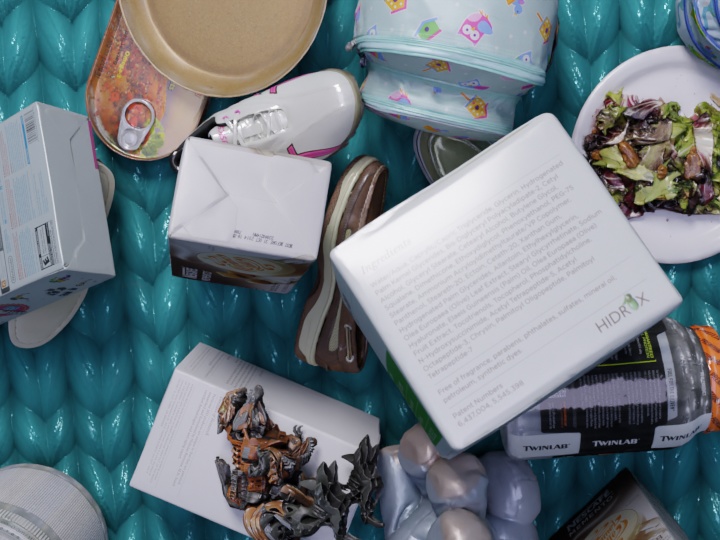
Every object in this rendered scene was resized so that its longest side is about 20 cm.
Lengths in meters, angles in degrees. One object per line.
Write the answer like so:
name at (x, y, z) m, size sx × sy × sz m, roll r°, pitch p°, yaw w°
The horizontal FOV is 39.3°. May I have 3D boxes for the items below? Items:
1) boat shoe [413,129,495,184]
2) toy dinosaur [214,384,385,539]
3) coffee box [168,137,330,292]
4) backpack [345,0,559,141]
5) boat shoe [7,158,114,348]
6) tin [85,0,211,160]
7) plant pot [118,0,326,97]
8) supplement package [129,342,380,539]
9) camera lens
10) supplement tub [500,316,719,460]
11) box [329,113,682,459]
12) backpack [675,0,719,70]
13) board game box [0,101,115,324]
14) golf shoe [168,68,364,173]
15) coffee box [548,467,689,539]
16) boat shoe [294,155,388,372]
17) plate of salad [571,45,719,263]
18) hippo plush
boat shoe at (0.127, -0.066, 0.937) m, size 0.072 × 0.062 × 0.200 m, roll -43°, pitch 93°, yaw 7°
toy dinosaur at (-0.055, 0.193, 0.855) m, size 0.135 × 0.102 × 0.201 m, roll -17°, pitch 111°, yaw 26°
coffee box at (-0.098, -0.039, 0.845) m, size 0.113 × 0.200 × 0.081 m, roll 10°, pitch 80°, yaw -9°
backpack at (0.076, -0.191, 0.845) m, size 0.174 × 0.200 × 0.155 m, roll 13°, pitch 90°, yaw 0°
boat shoe at (-0.294, -0.023, 0.960) m, size 0.059 × 0.071 × 0.202 m, roll 39°, pitch 113°, yaw 38°
tin at (-0.182, -0.201, 0.944) m, size 0.111 × 0.042 × 0.202 m, roll 23°, pitch 97°, yaw 3°
plant pot at (-0.119, -0.255, 0.886) m, size 0.197 × 0.027 × 0.203 m, roll 3°, pitch 104°, yaw 14°
supplement package at (-0.093, 0.170, 0.948) m, size 0.198 × 0.121 × 0.121 m, roll 23°, pitch 98°, yaw -1°
camera lens at (-0.331, 0.280, 0.932) m, size 0.158 × 0.200 × 0.162 m, roll 0°, pitch 98°, yaw 2°
supplement tub at (0.226, 0.106, 0.928) m, size 0.197 × 0.123 × 0.124 m, roll -4°, pitch 98°, yaw 3°
box at (0.104, 0.023, 0.790) m, size 0.199 × 0.199 × 0.172 m, roll -31°, pitch 78°, yaw -4°
backpack at (0.378, -0.228, 0.877) m, size 0.198 × 0.154 × 0.165 m, roll 23°, pitch 101°, yaw 10°
board game box at (-0.317, -0.039, 0.896) m, size 0.198 × 0.064 × 0.149 m, roll -19°, pitch 76°, yaw 30°
golf shoe at (-0.082, -0.116, 0.878) m, size 0.199 × 0.092 × 0.073 m, roll -19°, pitch 92°, yaw 41°
coffee box at (0.246, 0.274, 0.910) m, size 0.114 × 0.200 × 0.080 m, roll -44°, pitch 93°, yaw 7°
boat shoe at (0.002, -0.001, 0.935) m, size 0.074 × 0.075 × 0.205 m, roll 21°, pitch 109°, yaw 17°
plate of salad at (0.295, -0.105, 0.934) m, size 0.197 × 0.048 × 0.203 m, roll 0°, pitch 99°, yaw 2°
hippo plush at (0.110, 0.239, 0.923) m, size 0.159 × 0.159 × 0.203 m, roll 6°, pitch 78°, yaw -28°
